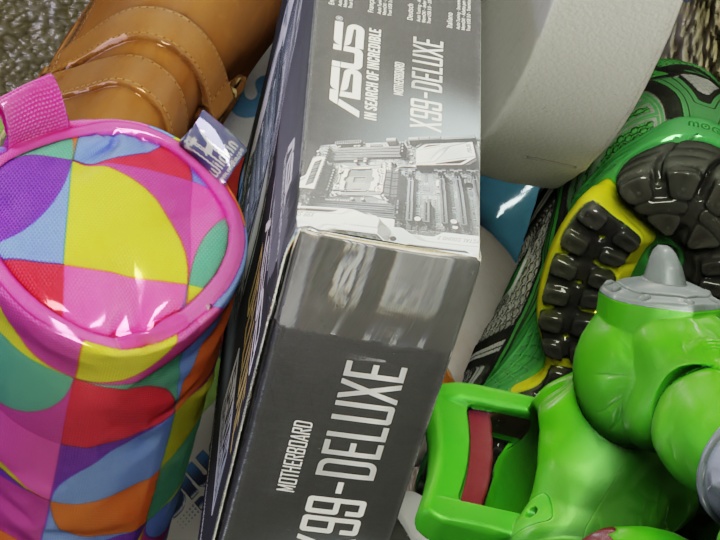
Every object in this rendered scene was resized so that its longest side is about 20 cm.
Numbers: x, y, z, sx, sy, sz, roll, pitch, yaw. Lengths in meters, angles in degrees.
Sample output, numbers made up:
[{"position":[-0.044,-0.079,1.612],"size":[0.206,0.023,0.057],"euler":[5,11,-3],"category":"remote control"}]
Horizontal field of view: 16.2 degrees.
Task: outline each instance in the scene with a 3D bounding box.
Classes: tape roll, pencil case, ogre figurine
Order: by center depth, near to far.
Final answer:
[{"position":[0.065,0.080,0.649],"size":[0.201,0.097,0.120],"euler":[89,173,-51],"category":"ogre figurine"},{"position":[0.060,-0.128,0.743],"size":[0.203,0.037,0.204],"euler":[-169,90,-78],"category":"tape roll"},{"position":[-0.087,0.033,0.761],"size":[0.200,0.088,0.089],"euler":[110,168,-53],"category":"pencil case"}]

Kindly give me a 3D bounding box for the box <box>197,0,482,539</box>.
[{"position":[-0.005,-0.016,0.718],"size":[0.201,0.049,0.158],"euler":[-86,9,-47],"category":"box"}]

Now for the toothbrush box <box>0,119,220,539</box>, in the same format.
[{"position":[-0.141,0.050,0.892],"size":[0.146,0.200,0.086],"euler":[-46,7,-33],"category":"toothbrush box"}]

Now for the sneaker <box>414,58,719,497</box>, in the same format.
[{"position":[0.076,0.021,0.798],"size":[0.085,0.078,0.200],"euler":[-77,10,-49],"category":"sneaker"}]

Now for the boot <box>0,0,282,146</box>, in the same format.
[{"position":[-0.051,-0.085,0.816],"size":[0.200,0.073,0.155],"euler":[-56,2,44],"category":"boot"}]

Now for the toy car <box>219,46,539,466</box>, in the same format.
[{"position":[0.000,0.000,0.928],"size":[0.177,0.184,0.200],"euler":[60,172,-23],"category":"toy car"}]

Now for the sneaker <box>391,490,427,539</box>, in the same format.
[{"position":[-0.037,0.125,0.860],"size":[0.200,0.099,0.071],"euler":[128,125,-69],"category":"sneaker"}]
